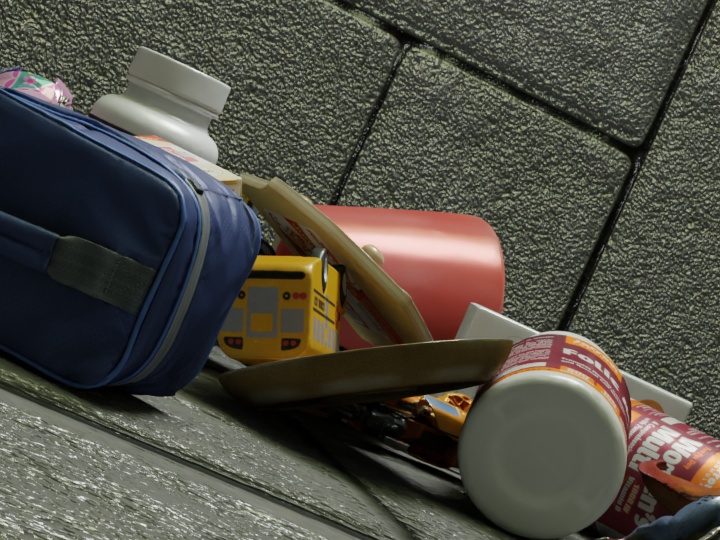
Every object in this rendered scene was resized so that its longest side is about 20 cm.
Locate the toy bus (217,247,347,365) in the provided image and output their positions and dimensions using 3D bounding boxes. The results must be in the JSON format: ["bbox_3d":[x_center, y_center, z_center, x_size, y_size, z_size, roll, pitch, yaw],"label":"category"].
[{"bbox_3d":[-0.050,0.028,1.414,0.065,0.079,0.200,0,-6,6],"label":"toy bus"}]

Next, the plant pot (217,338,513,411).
[{"bbox_3d":[0.005,0.072,1.368,0.199,0.028,0.200,-7,-7,-1],"label":"plant pot"}]

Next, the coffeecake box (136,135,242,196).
[{"bbox_3d":[-0.204,-0.044,1.414,0.199,0.073,0.153,-2,15,-30],"label":"coffeecake box"}]

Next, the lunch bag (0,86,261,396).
[{"bbox_3d":[-0.173,-0.022,1.156,0.199,0.136,0.132,25,1,18],"label":"lunch bag"}]

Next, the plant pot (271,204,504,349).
[{"bbox_3d":[0.012,0.025,1.925,0.177,0.201,0.200,14,6,-24],"label":"plant pot"}]

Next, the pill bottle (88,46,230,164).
[{"bbox_3d":[-0.183,-0.074,1.664,0.111,0.201,0.111,25,1,0],"label":"pill bottle"}]

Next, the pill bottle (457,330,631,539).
[{"bbox_3d":[0.133,0.108,1.442,0.114,0.115,0.200,25,12,4],"label":"pill bottle"}]

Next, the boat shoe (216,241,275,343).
[{"bbox_3d":[-0.110,0.006,1.528,0.075,0.093,0.200,52,3,4],"label":"boat shoe"}]

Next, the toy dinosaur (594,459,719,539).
[{"bbox_3d":[0.242,0.157,1.309,0.181,0.201,0.105,-28,-47,32],"label":"toy dinosaur"}]

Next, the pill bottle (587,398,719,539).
[{"bbox_3d":[0.259,0.183,1.577,0.200,0.110,0.109,25,1,35],"label":"pill bottle"}]

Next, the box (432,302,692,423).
[{"bbox_3d":[0.162,0.125,1.751,0.199,0.125,0.097,25,1,-1],"label":"box"}]

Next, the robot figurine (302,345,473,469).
[{"bbox_3d":[0.017,0.099,1.551,0.199,0.058,0.145,25,0,-31],"label":"robot figurine"}]

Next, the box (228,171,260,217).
[{"bbox_3d":[-0.127,-0.016,1.760,0.040,0.137,0.200,27,0,-6],"label":"box"}]

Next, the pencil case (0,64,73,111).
[{"bbox_3d":[-0.279,-0.090,1.647,0.087,0.088,0.200,24,27,-12],"label":"pencil case"}]

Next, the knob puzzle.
[{"bbox_3d":[0.000,0.000,1.536,0.220,0.030,0.220,45,-11,11],"label":"knob puzzle"}]
